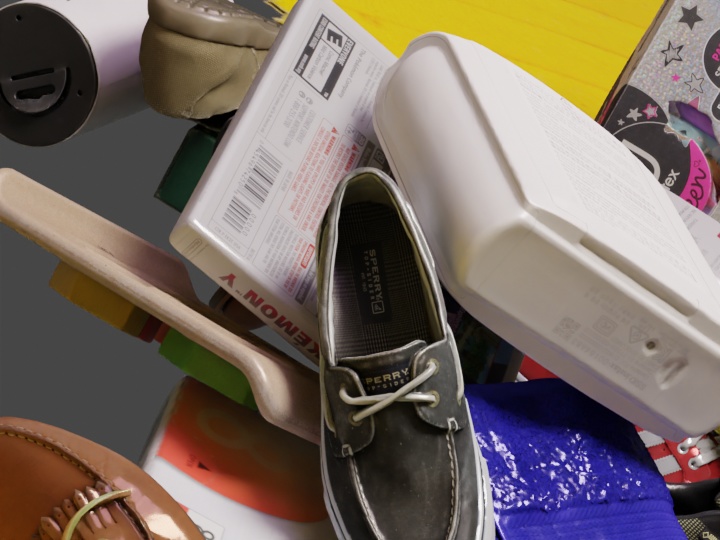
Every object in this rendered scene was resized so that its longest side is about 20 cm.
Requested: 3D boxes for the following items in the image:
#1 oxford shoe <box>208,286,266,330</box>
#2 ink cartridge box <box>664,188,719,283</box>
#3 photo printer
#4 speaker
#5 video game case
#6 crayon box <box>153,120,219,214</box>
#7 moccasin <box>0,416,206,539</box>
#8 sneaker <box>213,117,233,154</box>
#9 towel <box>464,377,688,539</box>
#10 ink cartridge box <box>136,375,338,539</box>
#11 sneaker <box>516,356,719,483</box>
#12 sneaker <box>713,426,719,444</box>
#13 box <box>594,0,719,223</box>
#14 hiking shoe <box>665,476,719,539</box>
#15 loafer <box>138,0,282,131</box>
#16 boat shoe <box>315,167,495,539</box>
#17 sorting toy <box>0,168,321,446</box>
[{"bbox_3d":[0.017,-0.001,1.553,0.199,0.071,0.072,-18,74,-21],"label":"oxford shoe"},{"bbox_3d":[0.143,-0.012,1.770,0.199,0.084,0.145,33,16,8],"label":"ink cartridge box"},{"bbox_3d":[0.090,-0.024,1.390,0.166,0.070,0.200,32,19,-29],"label":"photo printer"},{"bbox_3d":[-0.142,-0.124,1.668,0.081,0.081,0.200,34,22,11],"label":"speaker"},{"bbox_3d":[0.011,-0.021,1.426,0.182,0.023,0.200,40,39,-13],"label":"video game case"},{"bbox_3d":[-0.004,-0.024,1.663,0.199,0.051,0.127,32,21,4],"label":"crayon box"},{"bbox_3d":[-0.093,0.138,1.175,0.202,0.074,0.078,50,23,13],"label":"moccasin"},{"bbox_3d":[0.000,0.000,1.483,0.076,0.075,0.200,-41,101,-28],"label":"sneaker"},{"bbox_3d":[0.100,0.136,1.312,0.147,0.050,0.201,-7,58,-35],"label":"towel"},{"bbox_3d":[-0.012,0.138,1.303,0.199,0.050,0.162,25,22,-4],"label":"ink cartridge box"},{"bbox_3d":[0.165,0.068,1.592,0.200,0.113,0.071,39,20,15],"label":"sneaker"},{"bbox_3d":[0.268,0.136,1.654,0.199,0.076,0.076,26,27,17],"label":"sneaker"},{"bbox_3d":[0.221,-0.104,1.923,0.114,0.201,0.132,29,21,2],"label":"box"},{"bbox_3d":[0.187,0.151,1.457,0.199,0.101,0.076,29,22,-3],"label":"hiking shoe"},{"bbox_3d":[-0.081,-0.114,1.619,0.076,0.068,0.200,25,6,15],"label":"loafer"},{"bbox_3d":[0.009,0.051,1.273,0.071,0.072,0.201,74,2,-65],"label":"boat shoe"},{"bbox_3d":[-0.070,0.035,1.393,0.200,0.037,0.185,35,3,32],"label":"sorting toy"}]
